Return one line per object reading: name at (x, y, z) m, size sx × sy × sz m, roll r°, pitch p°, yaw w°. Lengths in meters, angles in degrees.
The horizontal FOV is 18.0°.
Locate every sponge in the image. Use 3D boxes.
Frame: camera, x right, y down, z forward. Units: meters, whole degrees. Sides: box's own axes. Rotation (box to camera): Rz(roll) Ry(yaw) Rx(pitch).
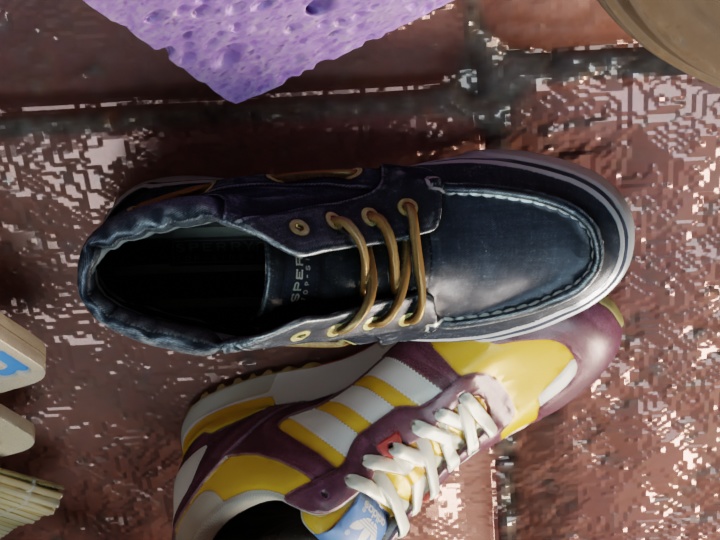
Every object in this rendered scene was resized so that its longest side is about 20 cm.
sponge at (-0.049, -0.119, 0.703) m, size 0.111 × 0.030 × 0.200 m, roll -24°, pitch 151°, yaw 22°

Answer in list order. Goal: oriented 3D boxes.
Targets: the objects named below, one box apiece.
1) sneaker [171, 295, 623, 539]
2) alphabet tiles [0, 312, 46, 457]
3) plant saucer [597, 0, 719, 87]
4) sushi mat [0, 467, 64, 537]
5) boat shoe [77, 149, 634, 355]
sneaker at (0.015, 0.070, 0.888) m, size 0.199 × 0.090 × 0.075 m, roll -26°, pitch 128°, yaw 23°
alphabet tiles at (-0.225, 0.040, 0.875) m, size 0.199 × 0.015 × 0.195 m, roll -17°, pitch 147°, yaw 25°
plant saucer at (0.164, -0.128, 0.745) m, size 0.198 × 0.030 × 0.201 m, roll 1°, pitch 134°, yaw 1°
sushi mat at (-0.229, 0.081, 0.917) m, size 0.199 × 0.012 × 0.095 m, roll 21°, pitch 145°, yaw -32°
boat shoe at (0.000, 0.000, 0.808) m, size 0.199 × 0.091 × 0.071 m, roll -3°, pitch 100°, yaw 4°
